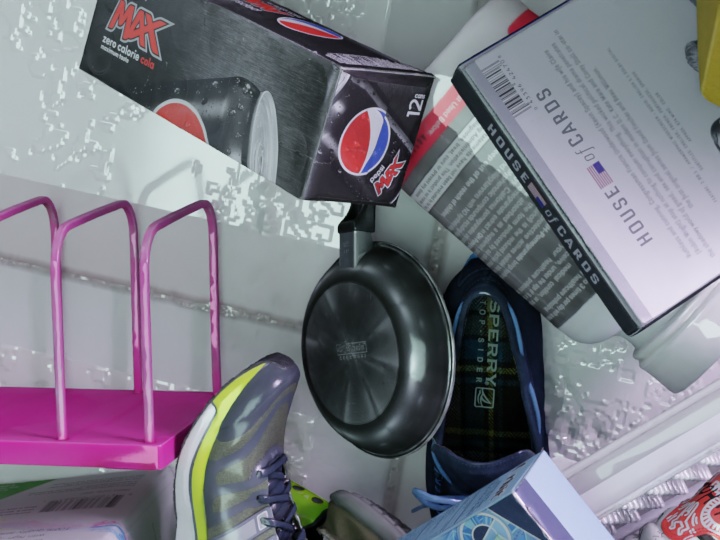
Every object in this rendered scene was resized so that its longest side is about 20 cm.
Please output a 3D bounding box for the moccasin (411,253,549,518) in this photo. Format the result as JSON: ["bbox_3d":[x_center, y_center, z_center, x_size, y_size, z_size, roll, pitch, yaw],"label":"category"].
[{"bbox_3d":[0.060,0.093,1.118,0.080,0.068,0.201,-4,103,12],"label":"moccasin"}]

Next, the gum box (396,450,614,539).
[{"bbox_3d":[0.060,0.201,0.997,0.200,0.045,0.170,-36,94,35],"label":"gum box"}]

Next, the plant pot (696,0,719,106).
[{"bbox_3d":[0.239,-0.160,0.930,0.199,0.200,0.177,16,75,9],"label":"plant pot"}]

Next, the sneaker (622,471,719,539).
[{"bbox_3d":[0.198,0.179,1.065,0.108,0.067,0.202,-30,128,1],"label":"sneaker"}]

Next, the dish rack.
[{"bbox_3d":[0.161,0.085,1.046,0.200,0.172,0.044,-33,76,12],"label":"dish rack"}]

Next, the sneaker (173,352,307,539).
[{"bbox_3d":[-0.051,0.138,1.092,0.081,0.074,0.201,18,110,21],"label":"sneaker"}]

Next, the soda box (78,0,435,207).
[{"bbox_3d":[-0.056,-0.097,1.054,0.200,0.063,0.071,31,110,44],"label":"soda box"}]

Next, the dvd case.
[{"bbox_3d":[0.163,-0.081,1.016,0.200,0.025,0.151,-32,83,-20],"label":"dvd case"}]

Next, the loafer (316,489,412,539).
[{"bbox_3d":[0.034,0.200,1.085,0.070,0.075,0.200,-38,73,2],"label":"loafer"}]

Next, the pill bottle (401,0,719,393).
[{"bbox_3d":[0.110,-0.035,1.061,0.200,0.111,0.111,42,106,2],"label":"pill bottle"}]

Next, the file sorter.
[{"bbox_3d":[-0.182,0.027,1.124,0.199,0.139,0.126,1,98,12],"label":"file sorter"}]

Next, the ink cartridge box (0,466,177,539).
[{"bbox_3d":[-0.187,0.179,1.121,0.145,0.200,0.088,-6,100,13],"label":"ink cartridge box"}]

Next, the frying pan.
[{"bbox_3d":[0.011,0.006,1.104,0.115,0.031,0.191,24,112,45],"label":"frying pan"}]

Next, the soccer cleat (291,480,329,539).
[{"bbox_3d":[-0.052,0.211,1.161,0.081,0.067,0.201,15,105,40],"label":"soccer cleat"}]
